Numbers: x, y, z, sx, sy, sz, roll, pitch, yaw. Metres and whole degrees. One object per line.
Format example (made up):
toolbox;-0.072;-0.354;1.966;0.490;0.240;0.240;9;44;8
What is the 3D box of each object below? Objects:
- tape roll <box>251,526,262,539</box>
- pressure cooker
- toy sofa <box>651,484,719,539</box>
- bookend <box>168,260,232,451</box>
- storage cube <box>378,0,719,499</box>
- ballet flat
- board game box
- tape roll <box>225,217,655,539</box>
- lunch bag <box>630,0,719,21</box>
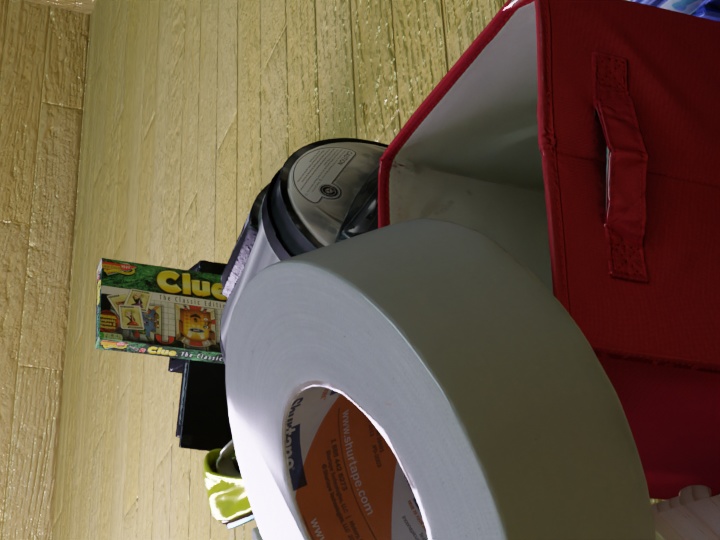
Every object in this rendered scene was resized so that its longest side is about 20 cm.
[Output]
tape roll;-0.016;0.265;0.958;0.202;0.071;0.203;164;90;-81
pressure cooker;0.003;0.001;0.988;0.176;0.178;0.200;64;143;39
toy sofa;0.178;0.170;0.571;0.200;0.097;0.083;-131;28;-65
bookend;-0.168;0.107;1.542;0.200;0.092;0.200;155;122;-68
storage cube;0.121;-0.002;0.639;0.200;0.179;0.172;132;143;-58
ballet flat;-0.051;0.135;0.956;0.200;0.067;0.067;-22;88;50
board game box;-0.168;0.045;1.406;0.024;0.199;0.105;116;154;-42
tape roll;0.023;0.083;0.547;0.200;0.066;0.201;36;135;46
lunch bag;0.161;-0.193;0.764;0.200;0.082;0.162;144;129;-65
